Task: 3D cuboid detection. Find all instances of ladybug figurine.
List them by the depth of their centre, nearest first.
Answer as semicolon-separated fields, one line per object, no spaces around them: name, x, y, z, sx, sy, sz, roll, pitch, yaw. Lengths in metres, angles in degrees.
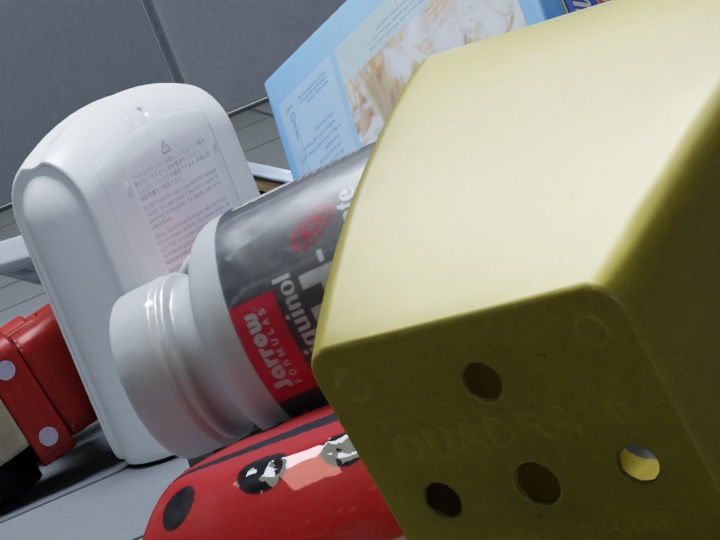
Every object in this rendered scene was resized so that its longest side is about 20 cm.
ladybug figurine;-0.011;0.099;1.141;0.200;0.072;0.136;-22;9;2

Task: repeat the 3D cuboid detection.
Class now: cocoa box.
cocoa box;0.069;-0.086;1.350;0.131;0.134;0.200;6;-34;-38

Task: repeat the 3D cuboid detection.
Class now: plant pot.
plant pot;0.100;0.028;0.979;0.200;0.200;0.176;-14;24;39

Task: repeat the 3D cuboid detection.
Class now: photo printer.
photo printer;-0.117;-0.007;1.605;0.069;0.200;0.166;-15;12;36

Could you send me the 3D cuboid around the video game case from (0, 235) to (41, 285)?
video game case;-0.135;-0.010;1.938;0.200;0.024;0.182;-15;-21;39

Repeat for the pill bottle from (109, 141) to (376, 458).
pill bottle;-0.007;0.010;1.206;0.200;0.111;0.111;-25;8;19

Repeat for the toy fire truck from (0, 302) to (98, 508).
toy fire truck;-0.175;0.061;1.669;0.200;0.129;0.176;-34;11;-11

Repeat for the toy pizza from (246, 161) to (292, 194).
toy pizza;-0.009;-0.041;1.845;0.200;0.032;0.200;13;0;0

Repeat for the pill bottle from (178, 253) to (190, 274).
pill bottle;0.000;0.000;1.568;0.200;0.112;0.111;-28;11;-37

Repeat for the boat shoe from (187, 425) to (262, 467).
boat shoe;-0.019;0.066;1.387;0.072;0.060;0.202;-14;12;39
